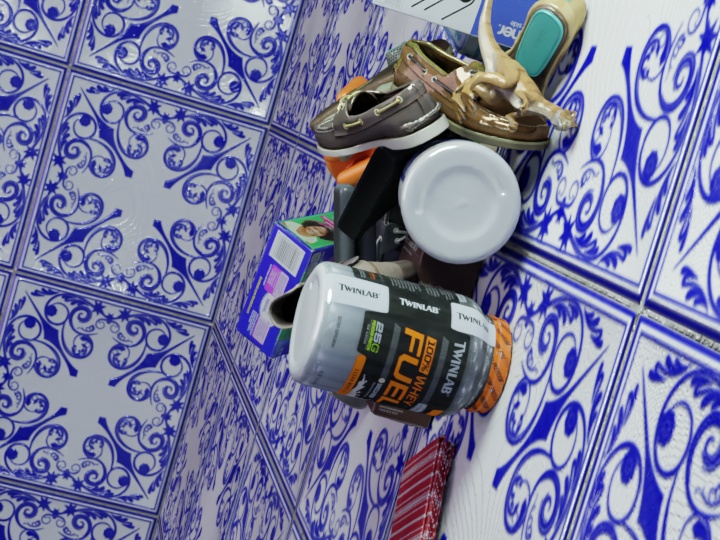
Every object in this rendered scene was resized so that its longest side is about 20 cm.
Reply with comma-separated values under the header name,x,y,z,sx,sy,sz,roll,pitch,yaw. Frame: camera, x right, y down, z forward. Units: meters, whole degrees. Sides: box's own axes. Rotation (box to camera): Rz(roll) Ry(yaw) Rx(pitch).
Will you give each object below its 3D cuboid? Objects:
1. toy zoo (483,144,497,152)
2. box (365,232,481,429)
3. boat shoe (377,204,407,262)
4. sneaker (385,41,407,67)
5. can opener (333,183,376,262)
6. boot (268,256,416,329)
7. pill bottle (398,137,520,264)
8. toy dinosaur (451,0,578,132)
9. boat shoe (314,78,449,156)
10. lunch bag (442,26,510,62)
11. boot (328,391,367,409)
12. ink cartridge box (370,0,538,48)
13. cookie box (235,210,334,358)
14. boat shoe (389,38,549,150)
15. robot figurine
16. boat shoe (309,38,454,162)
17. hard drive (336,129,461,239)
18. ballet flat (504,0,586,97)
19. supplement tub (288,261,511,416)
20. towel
name,x,y,z,sx,sy,sz,roll,pitch,yaw
toy zoo,0.114,-0.107,1.743,0.200,0.020,0.132,-167,93,-78
box,0.064,0.062,1.643,0.100,0.074,0.201,-131,59,-76
boat shoe,0.048,-0.040,1.828,0.060,0.075,0.201,54,148,40
sneaker,0.060,-0.201,1.759,0.077,0.091,0.200,-33,-19,-21
can opener,0.000,0.000,1.700,0.066,0.052,0.202,6,98,64
boot,-0.037,0.033,1.584,0.200,0.146,0.071,-33,77,50
pill bottle,0.098,-0.076,1.525,0.200,0.119,0.121,-89,16,-83
toy dinosaur,0.139,-0.192,1.455,0.201,0.106,0.061,58,165,27
boat shoe,0.012,-0.159,1.530,0.072,0.060,0.199,-36,20,-28
lunch bag,0.151,-0.319,1.671,0.200,0.082,0.162,-100,28,-70
boot,0.005,0.103,1.845,0.182,0.072,0.201,58,146,41
ink cartridge box,0.116,-0.297,1.543,0.044,0.198,0.095,-108,35,-69
cookie box,-0.046,0.010,1.915,0.075,0.199,0.172,39,122,28
boat shoe,0.110,-0.180,1.507,0.072,0.199,0.069,-15,-56,-51
robot figurine,0.025,-0.167,1.917,0.200,0.143,0.117,-42,-22,-57
boat shoe,0.037,-0.185,1.651,0.199,0.076,0.072,-28,13,38
hard drive,0.061,-0.131,1.651,0.200,0.033,0.140,-43,-12,-41
ballet flat,0.178,-0.210,1.525,0.063,0.069,0.200,-42,-8,-38
supplement tub,0.039,0.071,1.439,0.122,0.198,0.124,-167,90,-77
towel,0.054,0.283,1.538,0.145,0.022,0.201,128,157,-65
